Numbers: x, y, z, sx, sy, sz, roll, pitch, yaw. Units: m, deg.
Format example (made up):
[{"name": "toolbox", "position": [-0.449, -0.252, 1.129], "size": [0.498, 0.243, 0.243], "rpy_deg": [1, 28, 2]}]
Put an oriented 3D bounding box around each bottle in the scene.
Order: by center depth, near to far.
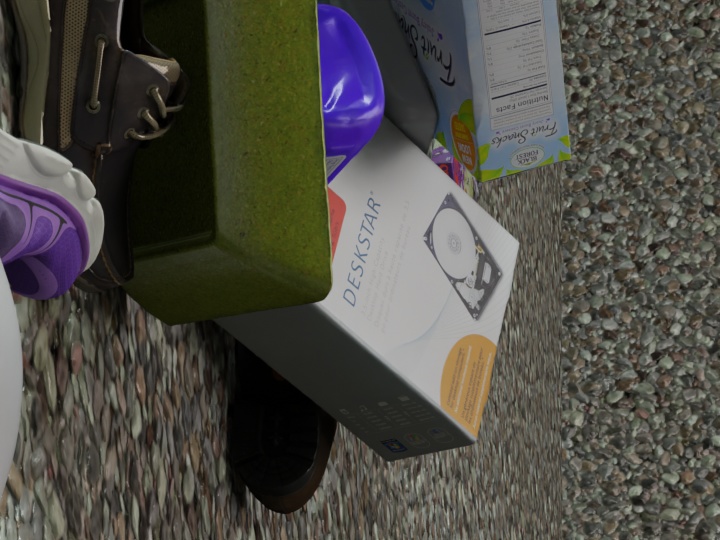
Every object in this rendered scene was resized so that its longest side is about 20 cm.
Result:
[{"name": "bottle", "position": [-0.057, -0.063, 1.444], "size": [0.200, 0.065, 0.084], "rpy_deg": [-44, -120, 54]}]

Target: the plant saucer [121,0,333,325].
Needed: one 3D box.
[{"name": "plant saucer", "position": [-0.085, -0.077, 1.375], "size": [0.200, 0.048, 0.200], "rpy_deg": [-10, -98, 62]}]

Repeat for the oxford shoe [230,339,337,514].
[{"name": "oxford shoe", "position": [-0.043, 0.063, 1.754], "size": [0.084, 0.073, 0.200], "rpy_deg": [76, 24, -61]}]

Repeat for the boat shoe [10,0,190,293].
[{"name": "boat shoe", "position": [-0.122, -0.087, 1.300], "size": [0.075, 0.073, 0.200], "rpy_deg": [-59, 144, -74]}]

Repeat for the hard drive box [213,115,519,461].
[{"name": "hard drive box", "position": [0.000, 0.000, 1.685], "size": [0.200, 0.077, 0.156], "rpy_deg": [40, 50, -37]}]

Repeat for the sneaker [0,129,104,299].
[{"name": "sneaker", "position": [-0.167, -0.020, 1.070], "size": [0.200, 0.080, 0.084], "rpy_deg": [41, 62, -67]}]

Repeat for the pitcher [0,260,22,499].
[{"name": "pitcher", "position": [-0.180, 0.071, 0.806], "size": [0.172, 0.121, 0.200], "rpy_deg": [20, 76, -63]}]

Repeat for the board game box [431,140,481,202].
[{"name": "board game box", "position": [0.098, -0.098, 2.792], "size": [0.200, 0.032, 0.120], "rpy_deg": [-76, 155, -62]}]

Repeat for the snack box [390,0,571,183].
[{"name": "snack box", "position": [0.061, -0.177, 1.662], "size": [0.169, 0.068, 0.200], "rpy_deg": [-132, -151, -61]}]

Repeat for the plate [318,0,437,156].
[{"name": "plate", "position": [-0.011, -0.140, 1.777], "size": [0.200, 0.032, 0.200], "rpy_deg": [106, -37, -67]}]
